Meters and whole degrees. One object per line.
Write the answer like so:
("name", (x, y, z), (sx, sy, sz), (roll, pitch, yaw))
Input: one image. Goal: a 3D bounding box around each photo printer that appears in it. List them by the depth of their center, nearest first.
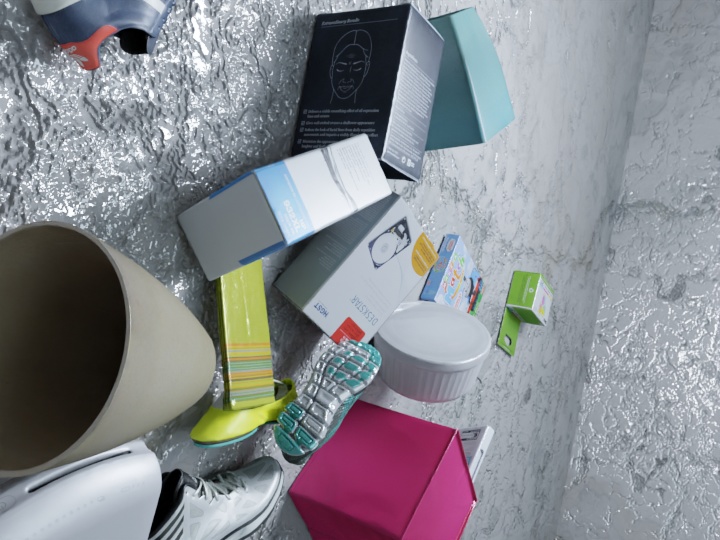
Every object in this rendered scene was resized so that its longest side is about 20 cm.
("photo printer", (-0.264, 0.246, 0.533), (0.166, 0.069, 0.201), (-12, 128, -55))

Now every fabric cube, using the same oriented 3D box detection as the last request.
("fabric cube", (0.045, 0.356, 0.960), (0.196, 0.198, 0.201), (-51, 136, -39))

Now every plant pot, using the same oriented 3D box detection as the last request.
("plant pot", (-0.218, 0.076, 0.541), (0.200, 0.186, 0.189), (36, 67, -68))
("plant pot", (0.155, -0.325, 1.031), (0.141, 0.141, 0.201), (-39, 121, -45))

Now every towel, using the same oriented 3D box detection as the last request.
("towel", (-0.140, 0.062, 0.728), (0.086, 0.018, 0.202), (12, 69, -62))

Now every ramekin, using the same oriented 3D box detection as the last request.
("ramekin", (0.113, 0.137, 1.027), (0.202, 0.201, 0.095), (-27, 132, -51))

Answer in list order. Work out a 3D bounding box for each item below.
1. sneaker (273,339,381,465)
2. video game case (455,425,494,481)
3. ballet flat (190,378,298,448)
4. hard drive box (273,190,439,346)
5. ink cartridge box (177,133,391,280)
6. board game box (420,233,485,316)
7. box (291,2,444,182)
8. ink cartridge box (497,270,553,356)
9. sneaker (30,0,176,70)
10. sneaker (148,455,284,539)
("sneaker", (-0.045, 0.175, 0.816), (0.200, 0.077, 0.092), (-43, 158, -35))
("video game case", (0.149, 0.380, 1.146), (0.024, 0.200, 0.183), (41, 57, -13))
("ballet flat", (-0.140, 0.169, 0.765), (0.200, 0.066, 0.068), (7, 85, -63))
("hard drive box", (0.000, 0.000, 0.862), (0.200, 0.077, 0.156), (-49, 139, -7))
("ink cartridge box", (-0.081, -0.076, 0.702), (0.200, 0.145, 0.084), (-32, 98, -49))
("board game box", (0.196, 0.044, 1.263), (0.200, 0.036, 0.152), (51, 56, -47))
("box", (0.010, -0.232, 0.818), (0.107, 0.148, 0.202), (14, 86, -57))
("ink cartridge box", (0.437, 0.121, 1.607), (0.148, 0.075, 0.201), (36, 66, -53))
("sneaker", (-0.199, -0.253, 0.570), (0.200, 0.075, 0.085), (-44, 130, -30))
("sneaker", (-0.171, 0.267, 0.725), (0.200, 0.075, 0.116), (-37, 129, -43))
